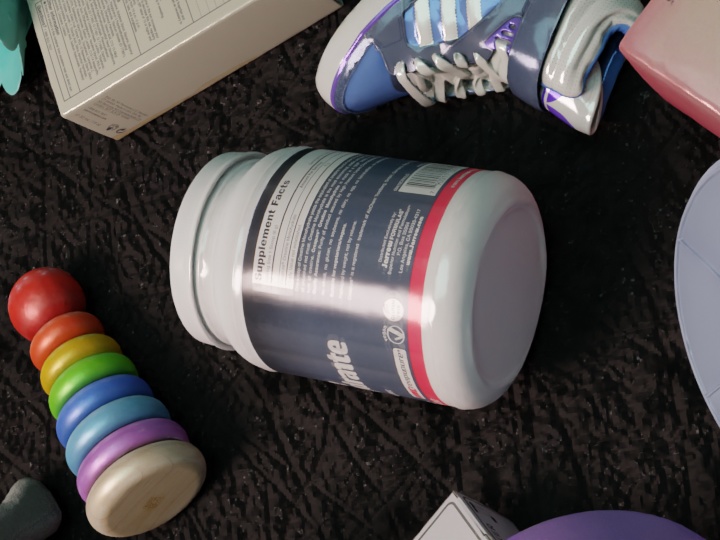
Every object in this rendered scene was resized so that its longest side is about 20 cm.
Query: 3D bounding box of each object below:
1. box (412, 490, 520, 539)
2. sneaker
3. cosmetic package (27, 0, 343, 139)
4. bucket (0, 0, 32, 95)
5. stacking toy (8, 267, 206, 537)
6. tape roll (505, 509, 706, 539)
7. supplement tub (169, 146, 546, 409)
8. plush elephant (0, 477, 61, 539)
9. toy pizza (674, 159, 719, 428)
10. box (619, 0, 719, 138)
[{"bbox_3d":[0.036,0.244,0.928,0.200,0.060,0.117,-53,37,8],"label":"box"},{"bbox_3d":[0.080,-0.126,0.986,0.200,0.081,0.147,-37,63,10],"label":"sneaker"},{"bbox_3d":[-0.123,-0.185,1.102,0.199,0.073,0.104,-26,70,19],"label":"cosmetic package"},{"bbox_3d":[-0.328,-0.216,1.142,0.206,0.207,0.136,-4,72,25],"label":"bucket"},{"bbox_3d":[-0.185,0.080,1.086,0.085,0.085,0.200,-44,59,13],"label":"stacking toy"},{"bbox_3d":[0.127,0.230,0.838,0.199,0.066,0.202,-3,109,-8],"label":"tape roll"},{"bbox_3d":[0.000,0.000,0.969,0.199,0.140,0.141,9,85,27],"label":"supplement tub"},{"bbox_3d":[-0.271,0.260,1.053,0.165,0.200,0.155,51,122,17],"label":"plush elephant"},{"bbox_3d":[0.234,0.031,0.848,0.032,0.200,0.201,-15,68,-21],"label":"toy pizza"},{"bbox_3d":[0.265,-0.107,0.876,0.200,0.109,0.128,40,98,27],"label":"box"}]
